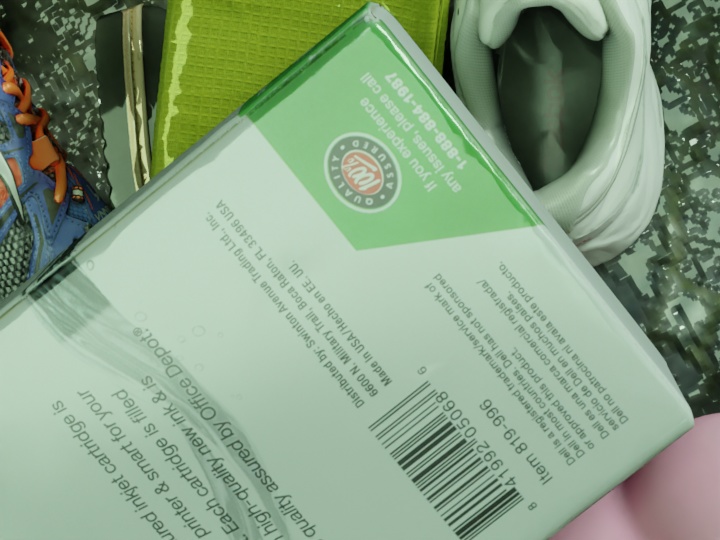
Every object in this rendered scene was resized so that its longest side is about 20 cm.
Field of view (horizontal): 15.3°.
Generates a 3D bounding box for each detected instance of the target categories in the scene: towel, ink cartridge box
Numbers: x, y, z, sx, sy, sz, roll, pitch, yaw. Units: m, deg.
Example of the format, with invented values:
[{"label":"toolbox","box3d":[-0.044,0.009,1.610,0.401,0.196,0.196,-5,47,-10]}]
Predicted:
[{"label":"towel","box3d":[-0.024,-0.001,0.805,0.086,0.018,0.200,6,99,-6]},{"label":"ink cartridge box","box3d":[-0.029,0.042,0.762,0.200,0.083,0.147,-38,96,6]}]

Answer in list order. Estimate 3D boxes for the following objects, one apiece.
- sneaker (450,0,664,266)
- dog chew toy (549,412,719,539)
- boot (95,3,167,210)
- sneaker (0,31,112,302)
[{"label":"sneaker","box3d":[0.060,-0.101,0.822,0.078,0.099,0.200,-8,89,8]},{"label":"dog chew toy","box3d":[0.071,0.120,0.798,0.125,0.125,0.200,47,107,5]},{"label":"boot","box3d":[0.000,0.000,0.851,0.138,0.077,0.200,-15,101,3]},{"label":"sneaker","box3d":[-0.114,-0.024,0.864,0.078,0.075,0.200,-4,98,6]}]
